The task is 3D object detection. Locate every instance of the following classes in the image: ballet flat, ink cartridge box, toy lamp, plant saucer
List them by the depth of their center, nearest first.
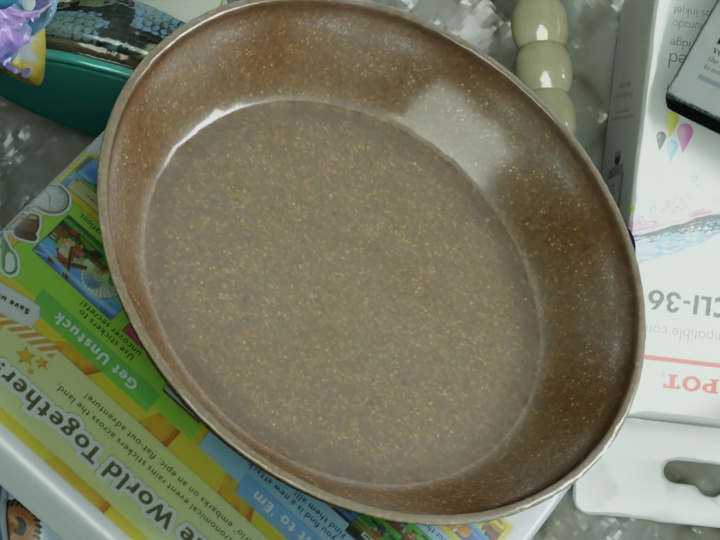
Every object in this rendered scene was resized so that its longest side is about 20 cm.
[{"bbox_3d":[0.000,0.000,1.003,0.200,0.037,0.201,14,56,-22],"label":"plant saucer"},{"bbox_3d":[0.069,-0.060,1.099,0.058,0.058,0.200,0,73,-6],"label":"toy lamp"},{"bbox_3d":[-0.045,-0.069,1.120,0.200,0.074,0.074,21,89,-8],"label":"ballet flat"},{"bbox_3d":[0.149,0.001,1.133,0.116,0.067,0.200,6,91,-7],"label":"ink cartridge box"}]

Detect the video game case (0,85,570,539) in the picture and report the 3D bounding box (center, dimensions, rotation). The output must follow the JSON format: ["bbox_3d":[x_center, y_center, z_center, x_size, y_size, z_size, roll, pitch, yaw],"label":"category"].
[{"bbox_3d":[-0.032,0.041,0.998,0.200,0.023,0.182,42,50,0],"label":"video game case"}]

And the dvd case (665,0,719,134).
[{"bbox_3d":[0.220,-0.112,1.056,0.150,0.025,0.200,27,81,15],"label":"dvd case"}]

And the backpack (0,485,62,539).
[{"bbox_3d":[-0.076,0.103,1.058,0.200,0.154,0.191,25,75,-6],"label":"backpack"}]

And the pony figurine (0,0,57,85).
[{"bbox_3d":[-0.171,-0.059,0.963,0.166,0.200,0.193,21,67,15],"label":"pony figurine"}]
